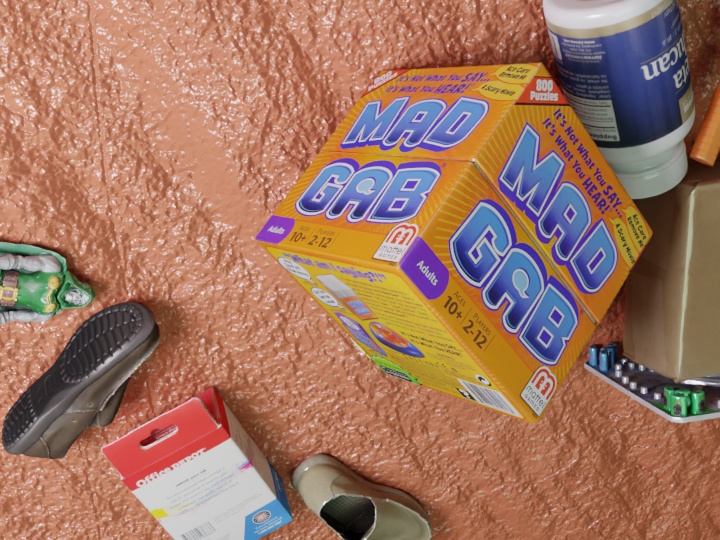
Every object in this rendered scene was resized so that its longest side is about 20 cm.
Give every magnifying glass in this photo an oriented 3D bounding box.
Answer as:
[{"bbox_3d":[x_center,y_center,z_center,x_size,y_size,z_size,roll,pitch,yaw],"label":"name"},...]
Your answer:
[{"bbox_3d":[0.352,-0.195,0.932,0.079,0.022,0.201,19,95,-30],"label":"magnifying glass"}]

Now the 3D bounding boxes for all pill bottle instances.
[{"bbox_3d":[0.237,-0.168,0.901,0.110,0.111,0.201,-24,125,0],"label":"pill bottle"}]

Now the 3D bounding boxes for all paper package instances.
[{"bbox_3d":[0.369,-0.008,1.009,0.189,0.103,0.202,-8,108,-17],"label":"paper package"}]

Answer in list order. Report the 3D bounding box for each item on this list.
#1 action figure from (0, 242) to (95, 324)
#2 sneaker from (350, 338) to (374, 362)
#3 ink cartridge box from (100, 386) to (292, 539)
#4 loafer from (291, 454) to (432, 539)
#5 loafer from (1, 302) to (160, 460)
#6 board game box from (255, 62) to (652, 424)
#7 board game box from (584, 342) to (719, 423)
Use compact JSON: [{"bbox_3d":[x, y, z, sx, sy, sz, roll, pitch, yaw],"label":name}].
[{"bbox_3d":[-0.336,0.012,0.893,0.198,0.055,0.119,4,116,-22],"label":"action figure"},{"bbox_3d":[0.000,0.000,0.959,0.075,0.077,0.201,-24,122,2],"label":"sneaker"},{"bbox_3d":[-0.168,0.203,1.040,0.116,0.067,0.201,-28,123,2],"label":"ink cartridge box"},{"bbox_3d":[0.006,0.278,1.131,0.199,0.068,0.076,32,108,-29],"label":"loafer"},{"bbox_3d":[-0.257,0.108,0.966,0.200,0.073,0.071,-40,132,16],"label":"loafer"},{"bbox_3d":[0.079,-0.029,0.847,0.200,0.199,0.200,47,70,-32],"label":"board game box"},{"bbox_3d":[0.365,0.103,1.052,0.198,0.200,0.026,-6,102,-12],"label":"board game box"}]
